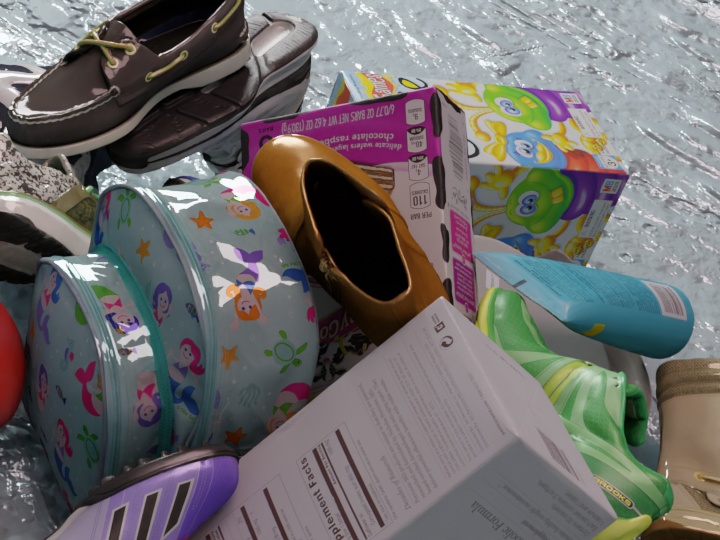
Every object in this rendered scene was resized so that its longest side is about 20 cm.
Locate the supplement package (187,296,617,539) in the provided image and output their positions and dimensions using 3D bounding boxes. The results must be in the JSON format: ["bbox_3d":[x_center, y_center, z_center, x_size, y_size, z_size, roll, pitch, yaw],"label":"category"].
[{"bbox_3d":[0.015,0.134,1.174,0.114,0.200,0.110,39,16,-44],"label":"supplement package"}]

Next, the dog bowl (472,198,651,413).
[{"bbox_3d":[0.099,0.044,1.440,0.199,0.059,0.201,33,28,-20],"label":"dog bowl"}]

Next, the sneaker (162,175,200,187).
[{"bbox_3d":[-0.051,0.004,1.454,0.199,0.079,0.089,37,29,5],"label":"sneaker"}]

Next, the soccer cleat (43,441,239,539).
[{"bbox_3d":[-0.140,0.162,1.136,0.199,0.068,0.073,-30,66,-13],"label":"soccer cleat"}]

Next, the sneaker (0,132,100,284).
[{"bbox_3d":[-0.171,-0.028,1.346,0.200,0.076,0.089,33,46,-53],"label":"sneaker"}]

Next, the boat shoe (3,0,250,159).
[{"bbox_3d":[-0.153,-0.137,1.423,0.071,0.061,0.201,30,47,31],"label":"boat shoe"}]

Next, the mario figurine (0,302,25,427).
[{"bbox_3d":[-0.276,0.040,1.288,0.199,0.124,0.106,34,-6,28],"label":"mario figurine"}]

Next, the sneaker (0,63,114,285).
[{"bbox_3d":[-0.237,-0.072,1.445,0.128,0.080,0.200,10,49,8],"label":"sneaker"}]

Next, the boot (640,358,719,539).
[{"bbox_3d":[0.281,0.140,1.427,0.198,0.073,0.156,13,49,-3],"label":"boot"}]

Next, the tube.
[{"bbox_3d":[0.149,0.021,1.396,0.077,0.051,0.199,32,10,33],"label":"tube"}]

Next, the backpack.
[{"bbox_3d":[-0.106,0.047,1.241,0.149,0.201,0.178,-2,42,-31],"label":"backpack"}]

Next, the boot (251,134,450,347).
[{"bbox_3d":[-0.013,-0.034,1.237,0.071,0.144,0.202,-36,62,-3],"label":"boot"}]

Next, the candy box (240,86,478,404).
[{"bbox_3d":[0.000,0.000,1.345,0.061,0.135,0.202,29,54,-64],"label":"candy box"}]

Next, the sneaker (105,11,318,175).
[{"bbox_3d":[-0.097,-0.087,1.506,0.075,0.116,0.200,25,41,27],"label":"sneaker"}]

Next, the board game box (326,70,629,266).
[{"bbox_3d":[0.073,-0.066,1.580,0.198,0.105,0.103,2,39,-26],"label":"board game box"}]

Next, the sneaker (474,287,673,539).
[{"bbox_3d":[0.121,0.085,1.268,0.083,0.074,0.201,-20,46,-6],"label":"sneaker"}]
